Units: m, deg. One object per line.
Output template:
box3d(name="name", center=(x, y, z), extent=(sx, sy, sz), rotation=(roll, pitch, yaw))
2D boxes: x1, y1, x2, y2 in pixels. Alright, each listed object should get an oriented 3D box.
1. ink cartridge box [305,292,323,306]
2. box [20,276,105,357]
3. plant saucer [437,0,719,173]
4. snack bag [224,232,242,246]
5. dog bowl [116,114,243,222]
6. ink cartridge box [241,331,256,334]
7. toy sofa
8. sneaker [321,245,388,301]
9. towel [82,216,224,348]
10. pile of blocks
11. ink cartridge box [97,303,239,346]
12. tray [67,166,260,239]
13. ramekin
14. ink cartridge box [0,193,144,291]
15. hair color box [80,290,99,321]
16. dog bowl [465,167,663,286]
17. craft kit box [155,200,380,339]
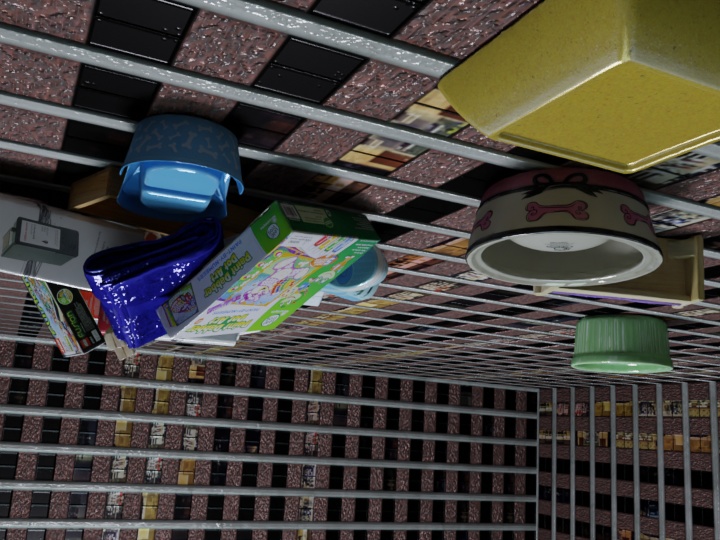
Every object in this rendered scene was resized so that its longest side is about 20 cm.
box3d(name="ink cartridge box", center=(-0.158, 0.018, 1.257), extent=(0.198, 0.048, 0.160), rotation=(4, 168, -7))
box3d(name="box", center=(-0.419, 0.019, 1.019), extent=(0.035, 0.201, 0.110), rotation=(-31, -171, -34))
box3d(name="plant saucer", center=(0.183, -0.120, 0.519), extent=(0.198, 0.049, 0.200), rotation=(10, 166, -23))
box3d(name="snack bag", center=(-0.120, -0.028, 0.951), extent=(0.199, 0.022, 0.188), rotation=(-15, 174, 32))
box3d(name="dog bowl", center=(-0.176, -0.095, 0.736), extent=(0.110, 0.050, 0.200), rotation=(7, 167, -18))
box3d(name="ink cartridge box", center=(-0.300, 0.082, 1.510), extent=(0.145, 0.086, 0.199), rotation=(11, 164, -32))
box3d(name="toy sofa", center=(0.315, -0.002, 0.942), extent=(0.198, 0.084, 0.098), rotation=(5, 167, -7))
box3d(name="sneaker", center=(0.000, 0.000, 1.064), extent=(0.130, 0.080, 0.199), rotation=(16, 173, -37))
box3d(name="towel", center=(-0.219, 0.022, 0.849), extent=(0.147, 0.050, 0.200), rotation=(-20, 161, -16))
box3d(name="pile of blocks", center=(-0.286, 0.035, 1.012), extent=(0.081, 0.202, 0.062), rotation=(17, -169, -10))
box3d(name="ink cartridge box", center=(-0.272, 0.031, 1.113), extent=(0.198, 0.147, 0.083), rotation=(6, 169, -10))
box3d(name="tray", center=(-0.228, -0.071, 0.895), extent=(0.098, 0.037, 0.199), rotation=(-8, 163, 44))
box3d(name="ramekin", center=(0.534, 0.151, 1.550), extent=(0.198, 0.099, 0.200), rotation=(3, 168, 1))
box3d(name="ink cartridge box", center=(-0.378, -0.035, 0.895), extent=(0.199, 0.085, 0.145), rotation=(15, 177, -31))
box3d(name="hair color box", center=(-0.535, 0.093, 1.683), extent=(0.198, 0.062, 0.101), rotation=(11, 166, -28))
box3d(name="dog bowl", center=(0.209, -0.042, 0.791), extent=(0.198, 0.075, 0.200), rotation=(3, 165, 1))
box3d(name="craft kit box", center=(-0.099, 0.003, 0.868), extent=(0.197, 0.049, 0.199), rotation=(-36, 163, 24))
